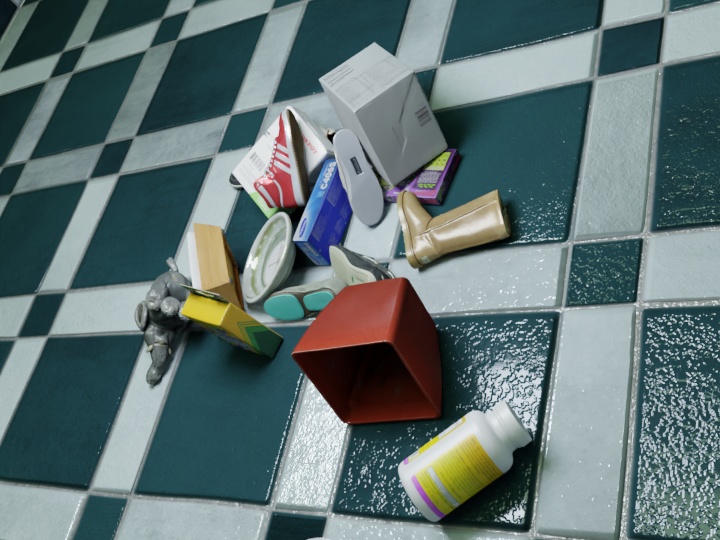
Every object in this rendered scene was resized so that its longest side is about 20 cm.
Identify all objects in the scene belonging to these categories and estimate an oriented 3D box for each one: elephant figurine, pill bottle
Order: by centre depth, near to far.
[{"bbox_3d":[0.162,0.287,1.346,0.199,0.104,0.105,-37,44,8],"label":"pill bottle"},{"bbox_3d":[-0.429,0.111,1.891,0.201,0.141,0.155,-55,-4,35],"label":"elephant figurine"}]

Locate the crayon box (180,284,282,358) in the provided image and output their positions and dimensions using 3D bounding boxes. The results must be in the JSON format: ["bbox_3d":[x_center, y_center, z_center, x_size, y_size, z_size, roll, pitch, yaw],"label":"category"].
[{"bbox_3d":[-0.261,0.101,1.721,0.124,0.200,0.052,12,70,41],"label":"crayon box"}]

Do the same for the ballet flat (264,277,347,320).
[{"bbox_3d":[-0.104,0.056,1.750,0.198,0.068,0.064,-10,24,37],"label":"ballet flat"}]

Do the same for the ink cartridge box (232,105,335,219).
[{"bbox_3d":[-0.159,-0.231,1.908,0.200,0.084,0.146,-45,73,17],"label":"ink cartridge box"}]

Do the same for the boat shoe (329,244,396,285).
[{"bbox_3d":[0.000,0.000,1.718,0.067,0.073,0.199,-17,29,-26],"label":"boat shoe"}]

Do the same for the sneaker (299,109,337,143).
[{"bbox_3d":[-0.092,-0.303,1.996,0.084,0.073,0.202,-32,56,8],"label":"sneaker"}]

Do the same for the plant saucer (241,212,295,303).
[{"bbox_3d":[-0.182,-0.020,1.834,0.200,0.050,0.203,-43,35,39],"label":"plant saucer"}]

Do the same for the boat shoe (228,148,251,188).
[{"bbox_3d":[-0.236,-0.260,2.070,0.198,0.062,0.076,-26,49,21],"label":"boat shoe"}]

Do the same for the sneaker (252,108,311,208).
[{"bbox_3d":[-0.173,-0.227,1.826,0.111,0.071,0.204,-8,92,18],"label":"sneaker"}]

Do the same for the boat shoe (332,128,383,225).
[{"bbox_3d":[-0.009,-0.190,1.796,0.070,0.203,0.070,-24,8,-6],"label":"boat shoe"}]

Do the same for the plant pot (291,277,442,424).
[{"bbox_3d":[0.032,0.127,1.508,0.197,0.201,0.178,-9,42,31],"label":"plant pot"}]

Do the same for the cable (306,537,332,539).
[{"bbox_3d":[-0.070,0.524,1.367,0.197,0.069,0.202,1,59,36],"label":"cable"}]

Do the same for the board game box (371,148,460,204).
[{"bbox_3d":[0.100,-0.195,1.800,0.198,0.032,0.121,8,60,40],"label":"board game box"}]

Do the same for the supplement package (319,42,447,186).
[{"bbox_3d":[0.046,-0.319,1.778,0.146,0.192,0.200,-33,38,-4],"label":"supplement package"}]

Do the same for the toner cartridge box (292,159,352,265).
[{"bbox_3d":[-0.067,-0.122,1.821,0.043,0.095,0.202,1,59,37],"label":"toner cartridge box"}]

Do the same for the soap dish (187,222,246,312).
[{"bbox_3d":[-0.302,0.016,1.857,0.080,0.159,0.202,-17,48,-1],"label":"soap dish"}]

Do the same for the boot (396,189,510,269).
[{"bbox_3d":[0.175,-0.105,1.657,0.198,0.066,0.178,-22,61,23],"label":"boot"}]
